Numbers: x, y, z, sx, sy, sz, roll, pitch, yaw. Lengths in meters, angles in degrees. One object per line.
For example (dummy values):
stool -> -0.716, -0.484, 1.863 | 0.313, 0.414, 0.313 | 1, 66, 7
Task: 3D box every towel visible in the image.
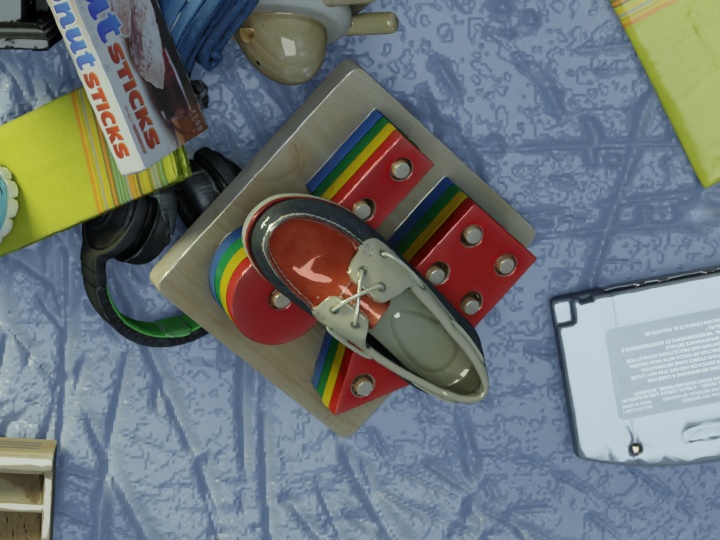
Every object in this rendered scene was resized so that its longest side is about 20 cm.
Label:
towel -> -0.124, -0.232, 1.600 | 0.048, 0.201, 0.112 | -1, 143, -36
towel -> 0.229, -0.164, 1.716 | 0.086, 0.018, 0.201 | -27, 100, 5
towel -> -0.194, -0.071, 1.646 | 0.200, 0.018, 0.086 | -20, 78, 37

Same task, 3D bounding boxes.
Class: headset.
headset -> -0.121, -0.040, 1.665 | 0.123, 0.094, 0.201 | -12, 115, -27

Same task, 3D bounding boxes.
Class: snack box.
snack box -> -0.157, -0.163, 1.532 | 0.024, 0.072, 0.201 | -11, 107, 38

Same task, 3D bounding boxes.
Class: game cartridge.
game cartridge -> 0.239, 0.066, 1.748 | 0.199, 0.040, 0.134 | -10, 95, -2

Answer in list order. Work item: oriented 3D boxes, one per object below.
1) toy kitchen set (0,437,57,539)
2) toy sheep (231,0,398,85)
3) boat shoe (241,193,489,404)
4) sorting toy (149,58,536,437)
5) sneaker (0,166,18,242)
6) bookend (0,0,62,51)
toy kitchen set -> -0.294, 0.125, 1.640 | 0.180, 0.200, 0.164 | 3, 99, -4
toy sheep -> -0.043, -0.216, 1.642 | 0.137, 0.138, 0.201 | 5, 70, -4
boat shoe -> 0.007, 0.021, 1.601 | 0.071, 0.063, 0.200 | -47, 122, 6
sorting toy -> 0.000, 0.000, 1.666 | 0.199, 0.070, 0.200 | -47, 124, 4
sneaker -> -0.326, -0.075, 1.650 | 0.199, 0.090, 0.079 | 20, 98, 15
bookend -> -0.238, -0.244, 1.589 | 0.092, 0.199, 0.201 | -1, 97, -3
